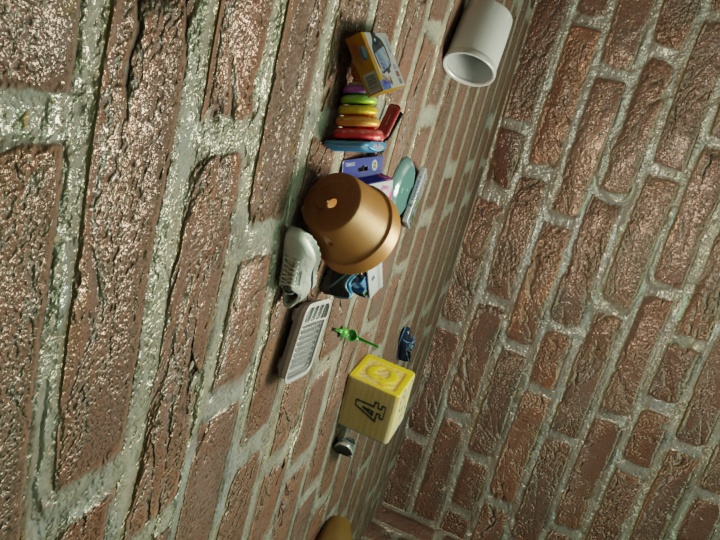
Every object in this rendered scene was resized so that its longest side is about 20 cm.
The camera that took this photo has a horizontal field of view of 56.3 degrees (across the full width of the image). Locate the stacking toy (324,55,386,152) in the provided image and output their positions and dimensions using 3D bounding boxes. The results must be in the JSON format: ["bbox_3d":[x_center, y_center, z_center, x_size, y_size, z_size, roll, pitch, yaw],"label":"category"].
[{"bbox_3d":[-0.004,-0.348,1.389,0.116,0.108,0.203,-15,110,-60],"label":"stacking toy"}]

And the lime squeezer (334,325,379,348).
[{"bbox_3d":[-0.032,0.194,1.983,0.199,0.071,0.038,29,99,-45],"label":"lime squeezer"}]

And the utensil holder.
[{"bbox_3d":[0.363,-0.697,2.061,0.170,0.168,0.202,61,49,-70],"label":"utensil holder"}]

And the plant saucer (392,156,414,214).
[{"bbox_3d":[0.125,-0.245,2.053,0.200,0.027,0.203,21,89,-75],"label":"plant saucer"}]

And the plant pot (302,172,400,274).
[{"bbox_3d":[-0.031,-0.111,1.410,0.140,0.198,0.202,44,66,-56],"label":"plant pot"}]

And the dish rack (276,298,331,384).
[{"bbox_3d":[-0.139,0.161,1.607,0.171,0.043,0.203,-11,119,-73],"label":"dish rack"}]

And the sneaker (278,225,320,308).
[{"bbox_3d":[-0.133,-0.005,1.385,0.081,0.076,0.202,-47,153,-33],"label":"sneaker"}]

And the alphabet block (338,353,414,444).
[{"bbox_3d":[0.057,0.442,2.337,0.195,0.194,0.203,-40,146,-63],"label":"alphabet block"}]

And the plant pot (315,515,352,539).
[{"bbox_3d":[-0.101,1.080,2.643,0.201,0.183,0.188,-72,171,-46],"label":"plant pot"}]

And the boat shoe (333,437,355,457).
[{"bbox_3d":[-0.051,0.630,2.431,0.202,0.073,0.066,80,27,-68],"label":"boat shoe"}]

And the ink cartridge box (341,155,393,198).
[{"bbox_3d":[0.017,-0.168,1.620,0.196,0.043,0.203,-22,120,-57],"label":"ink cartridge box"}]

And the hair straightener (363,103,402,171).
[{"bbox_3d":[0.058,-0.317,1.706,0.077,0.040,0.203,34,76,-74],"label":"hair straightener"}]

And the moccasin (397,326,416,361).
[{"bbox_3d":[0.209,0.321,2.944,0.202,0.067,0.081,92,24,-48],"label":"moccasin"}]

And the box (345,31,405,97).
[{"bbox_3d":[0.038,-0.425,1.383,0.120,0.041,0.200,67,25,-11],"label":"box"}]

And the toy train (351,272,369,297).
[{"bbox_3d":[0.000,0.000,1.818,0.115,0.086,0.200,-62,164,-7],"label":"toy train"}]

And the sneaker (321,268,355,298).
[{"bbox_3d":[-0.032,-0.028,1.674,0.073,0.081,0.203,-13,120,-68],"label":"sneaker"}]

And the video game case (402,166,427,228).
[{"bbox_3d":[0.179,-0.235,2.211,0.200,0.022,0.185,19,90,-83],"label":"video game case"}]

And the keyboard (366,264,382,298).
[{"bbox_3d":[0.038,0.014,1.804,0.056,0.011,0.201,-43,158,-18],"label":"keyboard"}]
